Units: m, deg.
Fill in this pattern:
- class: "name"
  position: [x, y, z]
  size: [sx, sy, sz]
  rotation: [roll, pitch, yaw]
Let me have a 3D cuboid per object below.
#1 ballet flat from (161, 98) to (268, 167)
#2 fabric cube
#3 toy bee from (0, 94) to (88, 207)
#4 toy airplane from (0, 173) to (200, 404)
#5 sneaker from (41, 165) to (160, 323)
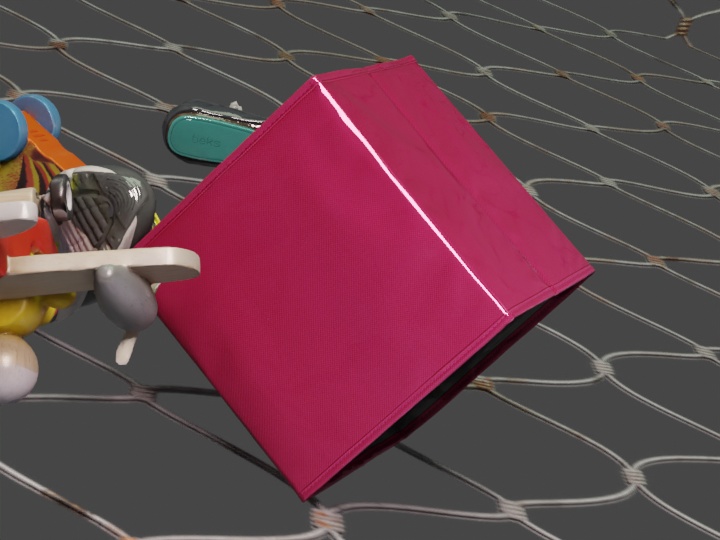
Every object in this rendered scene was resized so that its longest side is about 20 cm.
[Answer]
- class: "ballet flat"
  position: [-0.078, -0.109, 2.320]
  size: [0.200, 0.073, 0.073]
  rotation: [16, 17, -5]
- class: "fabric cube"
  position: [0.000, 0.000, 1.723]
  size: [0.199, 0.196, 0.200]
  rotation: [50, 22, 7]
- class: "toy bee"
  position: [-0.285, -0.097, 2.027]
  size: [0.131, 0.109, 0.200]
  rotation: [12, 41, -51]
- class: "toy airplane"
  position: [-0.226, 0.013, 1.606]
  size: [0.199, 0.141, 0.200]
  rotation: [-6, 2, -40]
- class: "sneaker"
  position: [-0.169, -0.029, 1.762]
  size: [0.085, 0.075, 0.200]
  rotation: [-21, -8, -27]
